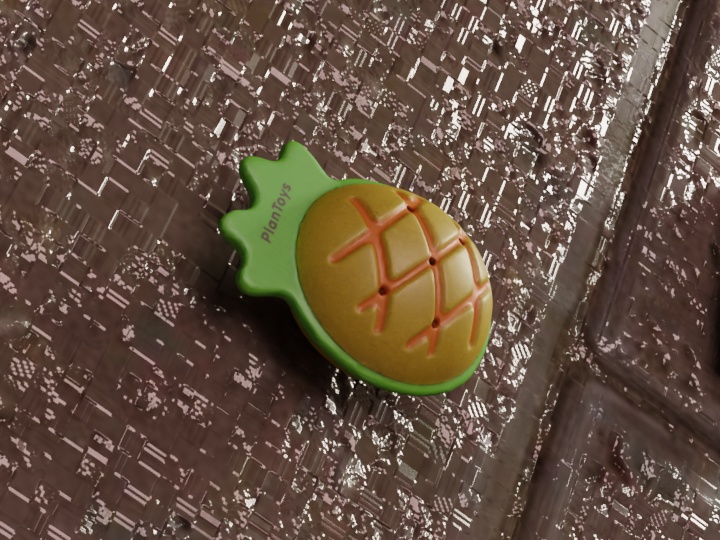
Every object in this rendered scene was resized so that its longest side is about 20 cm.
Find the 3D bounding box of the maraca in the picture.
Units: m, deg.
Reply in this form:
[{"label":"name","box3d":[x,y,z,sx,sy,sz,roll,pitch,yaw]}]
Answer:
[{"label":"maraca","box3d":[0.000,0.000,1.478,0.200,0.107,0.137,31,53,-21]}]
